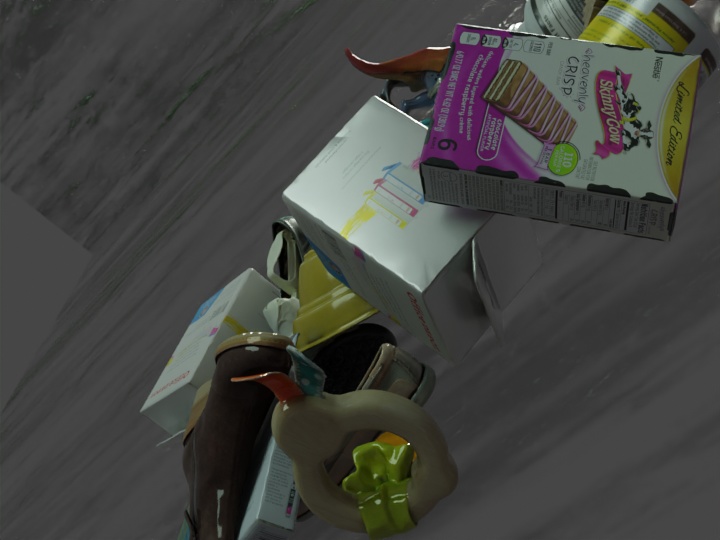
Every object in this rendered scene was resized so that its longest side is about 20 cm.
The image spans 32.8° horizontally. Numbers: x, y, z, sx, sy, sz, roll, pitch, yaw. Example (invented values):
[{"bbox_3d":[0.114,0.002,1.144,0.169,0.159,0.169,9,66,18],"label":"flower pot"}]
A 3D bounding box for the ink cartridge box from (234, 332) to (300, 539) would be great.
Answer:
[{"bbox_3d":[-0.093,0.193,1.157,0.197,0.043,0.202,124,163,-49],"label":"ink cartridge box"}]

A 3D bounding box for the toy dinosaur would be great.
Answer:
[{"bbox_3d":[0.112,-0.240,1.464,0.181,0.200,0.105,-41,45,6],"label":"toy dinosaur"}]

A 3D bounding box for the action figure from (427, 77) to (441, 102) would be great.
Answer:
[{"bbox_3d":[0.107,-0.139,1.328,0.199,0.101,0.121,-25,47,49],"label":"action figure"}]

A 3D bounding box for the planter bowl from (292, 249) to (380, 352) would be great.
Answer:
[{"bbox_3d":[0.000,0.000,1.224,0.198,0.084,0.200,-29,0,0],"label":"planter bowl"}]

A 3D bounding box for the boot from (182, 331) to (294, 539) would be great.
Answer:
[{"bbox_3d":[-0.109,0.160,1.092,0.200,0.071,0.169,135,140,-54],"label":"boot"}]

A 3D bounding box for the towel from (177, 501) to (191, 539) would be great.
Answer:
[{"bbox_3d":[-0.153,0.220,1.254,0.147,0.021,0.203,174,115,-80],"label":"towel"}]

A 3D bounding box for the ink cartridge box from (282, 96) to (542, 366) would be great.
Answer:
[{"bbox_3d":[0.056,-0.029,1.056,0.199,0.129,0.125,35,76,32],"label":"ink cartridge box"}]

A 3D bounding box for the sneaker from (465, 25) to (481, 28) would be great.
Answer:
[{"bbox_3d":[0.125,-0.143,1.243,0.080,0.085,0.204,109,164,-85],"label":"sneaker"}]

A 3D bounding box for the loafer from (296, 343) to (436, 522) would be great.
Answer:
[{"bbox_3d":[-0.016,0.147,1.133,0.200,0.063,0.072,-47,18,16],"label":"loafer"}]

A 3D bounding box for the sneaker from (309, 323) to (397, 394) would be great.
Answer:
[{"bbox_3d":[-0.041,0.114,1.255,0.200,0.071,0.083,-45,16,21],"label":"sneaker"}]

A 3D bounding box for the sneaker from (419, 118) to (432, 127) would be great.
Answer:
[{"bbox_3d":[0.147,-0.202,1.400,0.200,0.079,0.078,-45,17,20],"label":"sneaker"}]

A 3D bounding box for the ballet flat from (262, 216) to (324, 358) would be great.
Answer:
[{"bbox_3d":[-0.079,0.029,1.399,0.068,0.068,0.203,-33,52,42],"label":"ballet flat"}]

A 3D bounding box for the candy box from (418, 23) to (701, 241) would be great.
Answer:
[{"bbox_3d":[0.156,-0.110,0.953,0.061,0.196,0.138,75,-153,-61],"label":"candy box"}]

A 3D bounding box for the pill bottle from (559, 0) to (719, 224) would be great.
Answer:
[{"bbox_3d":[0.209,-0.141,1.054,0.201,0.109,0.109,-50,16,3],"label":"pill bottle"}]

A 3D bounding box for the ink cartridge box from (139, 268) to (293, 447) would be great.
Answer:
[{"bbox_3d":[-0.152,0.127,1.428,0.128,0.125,0.202,-32,25,49],"label":"ink cartridge box"}]

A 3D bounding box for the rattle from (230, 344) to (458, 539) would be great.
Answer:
[{"bbox_3d":[-0.013,0.105,0.972,0.130,0.199,0.144,-38,21,37],"label":"rattle"}]

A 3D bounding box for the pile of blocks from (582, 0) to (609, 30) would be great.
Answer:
[{"bbox_3d":[0.221,-0.219,1.130,0.062,0.081,0.203,52,129,52],"label":"pile of blocks"}]

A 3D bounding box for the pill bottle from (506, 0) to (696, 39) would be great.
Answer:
[{"bbox_3d":[0.235,-0.258,1.219,0.200,0.116,0.117,-41,19,34],"label":"pill bottle"}]
